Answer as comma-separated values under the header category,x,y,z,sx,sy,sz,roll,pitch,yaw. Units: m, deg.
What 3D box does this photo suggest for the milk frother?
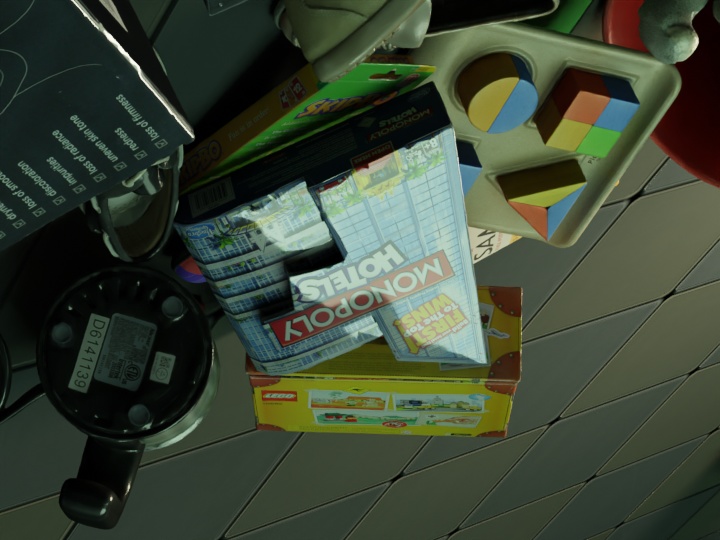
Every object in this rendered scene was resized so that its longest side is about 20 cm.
category,x,y,z,sx,sy,sz,roll,pitch,yaw
milk frother,-0.209,0.066,1.602,0.181,0.200,0.188,-56,178,-8

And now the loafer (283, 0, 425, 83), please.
category,x,y,z,sx,sy,sz,roll,pitch,yaw
loafer,0.031,-0.202,1.416,0.200,0.068,0.076,-45,-172,-10

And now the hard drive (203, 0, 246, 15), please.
category,x,y,z,sx,sy,sz,roll,pitch,yaw
hard drive,-0.012,-0.232,1.320,0.200,0.042,0.135,-29,159,-11

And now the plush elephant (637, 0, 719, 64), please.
category,x,y,z,sx,sy,sz,roll,pitch,yaw
plush elephant,0.266,-0.245,1.523,0.200,0.165,0.155,-39,-154,-31

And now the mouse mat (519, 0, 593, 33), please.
category,x,y,z,sx,sy,sz,roll,pitch,yaw
mouse mat,0.115,-0.188,1.665,0.161,0.008,0.200,-17,156,-36

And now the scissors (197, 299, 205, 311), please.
category,x,y,z,sx,sy,sz,roll,pitch,yaw
scissors,-0.157,0.075,1.848,0.073,0.014,0.200,-30,161,-17

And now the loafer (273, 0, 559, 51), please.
category,x,y,z,sx,sy,sz,roll,pitch,yaw
loafer,0.042,-0.175,1.493,0.200,0.063,0.072,-20,159,-27

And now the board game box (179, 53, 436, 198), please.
category,x,y,z,sx,sy,sz,roll,pitch,yaw
board game box,-0.047,-0.095,1.551,0.200,0.030,0.096,-30,165,35

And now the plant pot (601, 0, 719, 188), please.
category,x,y,z,sx,sy,sz,roll,pitch,yaw
plant pot,0.313,-0.182,1.733,0.177,0.200,0.200,-35,162,-25

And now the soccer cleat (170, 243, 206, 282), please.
category,x,y,z,sx,sy,sz,roll,pitch,yaw
soccer cleat,-0.045,-0.020,1.652,0.200,0.073,0.068,-22,180,21

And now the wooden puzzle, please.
category,x,y,z,sx,sy,sz,roll,pitch,yaw
wooden puzzle,0.108,-0.092,1.664,0.200,0.046,0.185,13,130,-25

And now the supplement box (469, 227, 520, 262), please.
category,x,y,z,sx,sy,sz,roll,pitch,yaw
supplement box,0.109,-0.075,1.813,0.200,0.074,0.126,-29,159,-11

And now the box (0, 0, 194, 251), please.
category,x,y,z,sx,sy,sz,roll,pitch,yaw
box,-0.220,-0.100,1.134,0.197,0.124,0.200,-31,151,5

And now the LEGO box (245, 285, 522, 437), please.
category,x,y,z,sx,sy,sz,roll,pitch,yaw
LEGO box,0.017,0.068,1.737,0.200,0.077,0.149,2,160,0

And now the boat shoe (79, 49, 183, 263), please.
category,x,y,z,sx,sy,sz,roll,pitch,yaw
boat shoe,-0.146,-0.070,1.460,0.074,0.060,0.200,-25,158,-22

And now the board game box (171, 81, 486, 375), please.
category,x,y,z,sx,sy,sz,roll,pitch,yaw
board game box,0.000,0.000,1.578,0.200,0.062,0.200,-24,126,5
